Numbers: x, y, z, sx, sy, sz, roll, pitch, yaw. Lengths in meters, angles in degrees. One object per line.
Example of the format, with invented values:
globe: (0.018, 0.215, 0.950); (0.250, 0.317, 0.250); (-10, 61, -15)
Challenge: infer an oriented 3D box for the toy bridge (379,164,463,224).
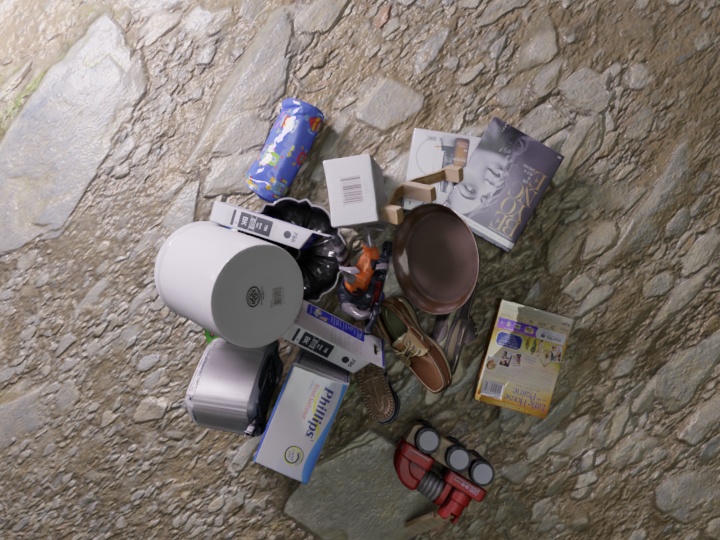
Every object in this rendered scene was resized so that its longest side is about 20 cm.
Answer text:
toy bridge: (0.099, -0.136, 0.933); (0.067, 0.200, 0.027); (18, 130, 39)

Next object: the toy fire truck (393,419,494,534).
toy fire truck: (0.129, 0.407, 1.029); (0.176, 0.129, 0.201); (31, 84, 0)

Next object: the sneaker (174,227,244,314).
sneaker: (-0.298, -0.005, 1.035); (0.089, 0.079, 0.201); (26, 79, 24)

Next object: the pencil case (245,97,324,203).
pencil case: (-0.144, -0.226, 1.013); (0.087, 0.078, 0.201); (28, 94, 8)

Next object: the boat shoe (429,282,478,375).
boat shoe: (0.181, 0.108, 1.030); (0.073, 0.075, 0.201); (20, 102, -9)

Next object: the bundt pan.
bundt pan: (-0.123, -0.033, 1.023); (0.201, 0.076, 0.203); (0, 92, 2)

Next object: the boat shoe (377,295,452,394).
boat shoe: (0.086, 0.135, 0.991); (0.076, 0.074, 0.200); (-48, 62, 27)

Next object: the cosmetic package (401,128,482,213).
cosmetic package: (0.186, -0.174, 1.019); (0.199, 0.052, 0.152); (8, 96, 1)

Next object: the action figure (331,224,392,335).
action figure: (0.000, 0.000, 0.974); (0.104, 0.194, 0.201); (12, 51, 4)

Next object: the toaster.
toaster: (-0.221, 0.207, 0.967); (0.128, 0.201, 0.114); (5, 134, 7)

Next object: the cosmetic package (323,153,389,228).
cosmetic package: (-0.001, -0.131, 0.951); (0.081, 0.200, 0.114); (-7, 91, 8)

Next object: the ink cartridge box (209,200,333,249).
ink cartridge box: (-0.147, -0.071, 0.936); (0.199, 0.099, 0.039); (17, 94, 2)

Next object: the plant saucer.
plant saucer: (0.139, -0.022, 0.986); (0.032, 0.200, 0.201); (-11, 94, -42)

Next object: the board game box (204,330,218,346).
board game box: (-0.246, 0.152, 1.063); (0.095, 0.030, 0.201); (-12, 95, 2)

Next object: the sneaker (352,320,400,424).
sneaker: (0.027, 0.197, 1.042); (0.070, 0.109, 0.201); (-15, 62, 5)

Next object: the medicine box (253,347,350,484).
medicine box: (-0.096, 0.241, 0.975); (0.102, 0.200, 0.183); (22, 93, -1)

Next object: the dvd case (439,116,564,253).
dvd case: (0.255, -0.154, 0.985); (0.148, 0.016, 0.201); (29, 95, -1)

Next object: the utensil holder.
utensil holder: (-0.210, 0.019, 0.862); (0.169, 0.200, 0.171); (-11, 108, -38)

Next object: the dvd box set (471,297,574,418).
dvd box set: (0.310, 0.167, 1.041); (0.146, 0.029, 0.201); (14, 93, 1)

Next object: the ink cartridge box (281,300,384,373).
ink cartridge box: (-0.052, 0.115, 0.949); (0.199, 0.100, 0.039); (28, 109, -9)
